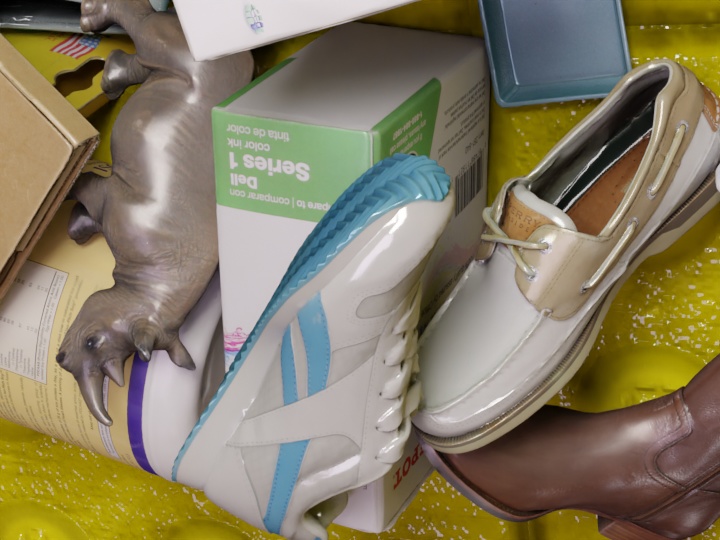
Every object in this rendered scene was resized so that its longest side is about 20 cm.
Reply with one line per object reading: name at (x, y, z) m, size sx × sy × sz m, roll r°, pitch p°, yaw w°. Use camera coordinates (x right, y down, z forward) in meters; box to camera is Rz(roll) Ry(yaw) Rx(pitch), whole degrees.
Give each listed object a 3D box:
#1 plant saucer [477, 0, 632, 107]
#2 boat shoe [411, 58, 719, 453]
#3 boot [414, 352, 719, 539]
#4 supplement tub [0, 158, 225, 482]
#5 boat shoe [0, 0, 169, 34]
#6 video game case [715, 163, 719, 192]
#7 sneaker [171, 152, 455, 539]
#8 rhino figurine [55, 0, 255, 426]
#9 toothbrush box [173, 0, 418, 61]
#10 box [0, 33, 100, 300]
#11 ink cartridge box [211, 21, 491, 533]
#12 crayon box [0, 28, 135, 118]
plant saucer at (0.078, -0.175, 0.803) m, size 0.070 × 0.019 × 0.201 m, roll -3°, pitch 112°, yaw 27°
boat shoe at (0.083, -0.011, 0.784) m, size 0.075 × 0.200 × 0.068 m, roll 35°, pitch 171°, yaw 43°
boot at (0.149, 0.050, 0.807) m, size 0.186 × 0.065 × 0.200 m, roll 20°, pitch 136°, yaw -34°
supplement tub at (-0.145, 0.015, 0.923) m, size 0.199 × 0.145 × 0.146 m, roll 18°, pitch 119°, yaw 18°
boat shoe at (-0.189, -0.140, 0.857) m, size 0.200 × 0.070 × 0.072 m, roll -1°, pitch 77°, yaw -4°
video game case at (0.261, -0.079, 0.731) m, size 0.143 × 0.018 × 0.200 m, roll 26°, pitch 123°, yaw -9°
sneaker at (-0.005, 0.034, 0.738) m, size 0.081 × 0.077 × 0.200 m, roll 31°, pitch 128°, yaw -2°
rhino figurine at (-0.100, -0.028, 0.816) m, size 0.087 × 0.060 × 0.201 m, roll 7°, pitch 82°, yaw 21°
toothbrush box at (-0.020, -0.199, 0.665) m, size 0.145 × 0.086 × 0.201 m, roll -14°, pitch 107°, yaw 14°
box at (-0.226, -0.073, 0.824) m, size 0.200 × 0.021 × 0.164 m, roll 45°, pitch 126°, yaw 9°
ink cartridge box at (0.000, 0.000, 0.844) m, size 0.084 × 0.145 × 0.201 m, roll 10°, pitch 116°, yaw 22°
crayon box at (-0.216, -0.102, 0.909) m, size 0.199 × 0.127 × 0.051 m, roll 20°, pitch 128°, yaw 20°
